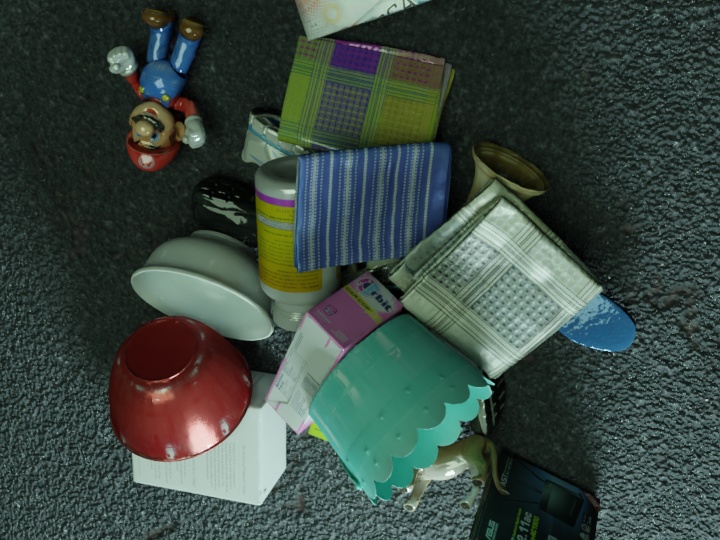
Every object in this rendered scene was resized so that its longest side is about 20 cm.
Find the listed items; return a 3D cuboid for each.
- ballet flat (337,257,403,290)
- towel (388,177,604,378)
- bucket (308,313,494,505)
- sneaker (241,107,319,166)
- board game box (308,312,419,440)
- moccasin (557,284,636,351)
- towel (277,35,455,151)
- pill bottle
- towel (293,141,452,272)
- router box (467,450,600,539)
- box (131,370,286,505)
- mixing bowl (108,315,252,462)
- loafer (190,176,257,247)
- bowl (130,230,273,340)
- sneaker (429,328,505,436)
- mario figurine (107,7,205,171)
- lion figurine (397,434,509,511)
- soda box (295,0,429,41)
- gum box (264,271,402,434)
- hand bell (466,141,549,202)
[{"bbox_3d":[0.000,0.000,1.362,0.198,0.072,0.073,-8,107,17],"label":"ballet flat"},{"bbox_3d":[0.157,0.016,1.244,0.200,0.035,0.192,41,117,-13],"label":"towel"},{"bbox_3d":[0.045,0.162,1.261,0.135,0.206,0.208,45,116,18],"label":"bucket"},{"bbox_3d":[-0.067,-0.123,1.341,0.199,0.075,0.087,35,122,11],"label":"sneaker"},{"bbox_3d":[0.003,0.145,1.421,0.100,0.048,0.202,19,113,9],"label":"board game box"},{"bbox_3d":[0.249,0.032,1.300,0.198,0.068,0.081,27,107,4],"label":"moccasin"},{"bbox_3d":[0.006,-0.203,1.279,0.197,0.023,0.146,12,85,9],"label":"towel"},{"bbox_3d":[-0.075,-0.030,1.282,0.103,0.104,0.202,7,117,13],"label":"pill bottle"},{"bbox_3d":[0.017,-0.074,1.229,0.198,0.024,0.147,-8,117,-24],"label":"towel"},{"bbox_3d":[0.220,0.336,1.341,0.148,0.200,0.063,25,119,5],"label":"router box"},{"bbox_3d":[-0.213,0.223,1.480,0.197,0.106,0.154,7,111,14],"label":"box"},{"bbox_3d":[-0.246,0.135,1.371,0.197,0.202,0.109,7,142,14],"label":"mixing bowl"},{"bbox_3d":[-0.128,-0.063,1.380,0.198,0.068,0.071,18,134,5],"label":"loafer"},{"bbox_3d":[-0.194,0.009,1.386,0.199,0.091,0.202,16,157,7],"label":"bowl"},{"bbox_3d":[0.135,0.120,1.370,0.079,0.074,0.203,-7,102,30],"label":"sneaker"},{"bbox_3d":[-0.256,-0.223,1.330,0.123,0.105,0.202,28,111,43],"label":"mario figurine"},{"bbox_3d":[0.114,0.248,1.373,0.198,0.123,0.073,-4,127,28],"label":"lion figurine"},{"bbox_3d":[0.022,-0.334,1.235,0.198,0.064,0.069,-14,105,21],"label":"soda box"},{"bbox_3d":[-0.037,0.107,1.296,0.066,0.113,0.201,43,137,15],"label":"gum box"},{"bbox_3d":[0.138,-0.044,1.286,0.103,0.104,0.201,29,117,4],"label":"hand bell"}]
